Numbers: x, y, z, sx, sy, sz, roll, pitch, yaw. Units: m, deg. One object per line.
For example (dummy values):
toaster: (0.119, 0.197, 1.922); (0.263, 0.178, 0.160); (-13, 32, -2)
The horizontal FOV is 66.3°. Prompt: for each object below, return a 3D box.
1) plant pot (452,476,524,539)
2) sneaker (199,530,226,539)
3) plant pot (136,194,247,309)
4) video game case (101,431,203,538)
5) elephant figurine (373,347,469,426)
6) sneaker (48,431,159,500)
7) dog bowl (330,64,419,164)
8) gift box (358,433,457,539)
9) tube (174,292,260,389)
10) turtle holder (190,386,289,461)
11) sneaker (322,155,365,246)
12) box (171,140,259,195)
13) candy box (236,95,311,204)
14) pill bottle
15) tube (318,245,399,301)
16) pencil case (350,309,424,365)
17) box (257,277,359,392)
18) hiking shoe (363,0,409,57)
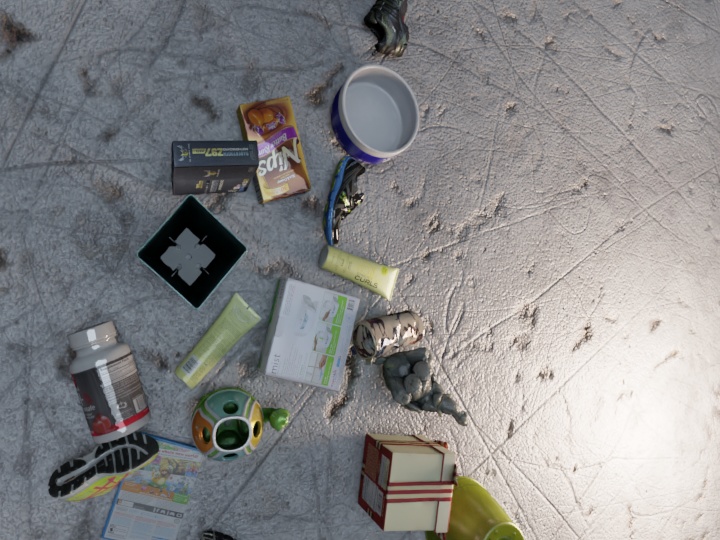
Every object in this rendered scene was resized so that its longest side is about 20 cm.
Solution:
plant pot: (0.275, 0.614, 1.276); (0.193, 0.192, 0.209); (0, 89, -20)
sneaker: (-0.263, 0.619, 1.130); (0.079, 0.077, 0.201); (-42, 103, -7)
plant pot: (-0.322, -0.030, 1.050); (0.141, 0.199, 0.142); (43, 76, -14)
video game case: (-0.411, 0.443, 1.102); (0.139, 0.018, 0.207); (21, 82, -19)
elephant figurine: (0.141, 0.278, 1.272); (0.139, 0.158, 0.201); (-29, 131, 15)
sneaker: (-0.476, 0.376, 1.048); (0.194, 0.092, 0.079); (-20, 53, -12)
dog bowl: (0.032, -0.350, 1.247); (0.193, 0.078, 0.208); (4, 80, -25)
gift box: (0.114, 0.476, 1.217); (0.180, 0.199, 0.192); (9, 91, -22)
tube: (-0.295, 0.149, 1.134); (0.201, 0.051, 0.059); (-51, 147, -18)
turtle holder: (-0.248, 0.319, 1.108); (0.181, 0.131, 0.145); (26, 79, -18)
sneaker: (-0.034, -0.153, 1.234); (0.080, 0.071, 0.207); (18, 80, -13)
box: (-0.286, -0.196, 1.067); (0.152, 0.199, 0.053); (-5, 84, -21)
candy box: (-0.186, -0.258, 1.186); (0.113, 0.056, 0.207); (-16, 96, -22)
pill bottle: (-0.475, 0.204, 1.032); (0.108, 0.110, 0.207); (-18, 95, -20)
tube: (0.000, 0.000, 1.259); (0.195, 0.053, 0.059); (23, 124, -24)
pencil case: (0.065, 0.144, 1.226); (0.196, 0.076, 0.093); (-9, 97, -48)
box: (-0.112, 0.136, 1.184); (0.171, 0.096, 0.208); (15, 84, -20)
hiking shoe: (0.056, -0.604, 1.277); (0.097, 0.075, 0.208); (-8, 93, -24)
